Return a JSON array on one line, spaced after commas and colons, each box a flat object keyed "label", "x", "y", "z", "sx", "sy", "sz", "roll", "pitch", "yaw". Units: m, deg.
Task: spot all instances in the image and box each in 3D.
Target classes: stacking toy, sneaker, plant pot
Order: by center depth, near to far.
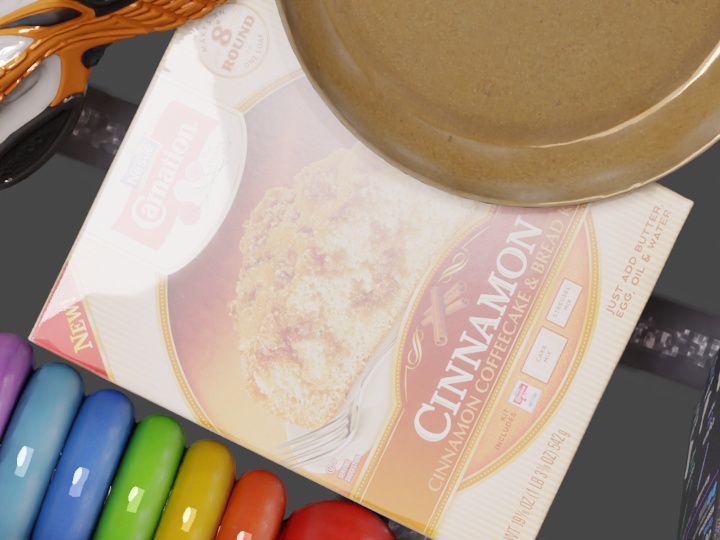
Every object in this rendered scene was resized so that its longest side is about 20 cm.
[{"label": "plant pot", "x": 0.065, "y": -0.122, "z": 1.019, "sx": 0.198, "sy": 0.028, "sz": 0.202, "roll": -2, "pitch": 106, "yaw": -7}, {"label": "sneaker", "x": -0.103, "y": -0.121, "z": 1.044, "sx": 0.200, "sy": 0.076, "sz": 0.092, "roll": -38, "pitch": 58, "yaw": 17}, {"label": "stacking toy", "x": -0.079, "y": 0.088, "z": 1.083, "sx": 0.199, "sy": 0.085, "sz": 0.086, "roll": 22, "pitch": 90, "yaw": -1}]

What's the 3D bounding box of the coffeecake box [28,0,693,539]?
[{"label": "coffeecake box", "x": 0.000, "y": 0.000, "z": 1.089, "sx": 0.199, "sy": 0.073, "sz": 0.154, "roll": 26, "pitch": 90, "yaw": 0}]

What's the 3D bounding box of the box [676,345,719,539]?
[{"label": "box", "x": 0.174, "y": 0.120, "z": 1.033, "sx": 0.121, "sy": 0.106, "sz": 0.201, "roll": 11, "pitch": 59, "yaw": 1}]
